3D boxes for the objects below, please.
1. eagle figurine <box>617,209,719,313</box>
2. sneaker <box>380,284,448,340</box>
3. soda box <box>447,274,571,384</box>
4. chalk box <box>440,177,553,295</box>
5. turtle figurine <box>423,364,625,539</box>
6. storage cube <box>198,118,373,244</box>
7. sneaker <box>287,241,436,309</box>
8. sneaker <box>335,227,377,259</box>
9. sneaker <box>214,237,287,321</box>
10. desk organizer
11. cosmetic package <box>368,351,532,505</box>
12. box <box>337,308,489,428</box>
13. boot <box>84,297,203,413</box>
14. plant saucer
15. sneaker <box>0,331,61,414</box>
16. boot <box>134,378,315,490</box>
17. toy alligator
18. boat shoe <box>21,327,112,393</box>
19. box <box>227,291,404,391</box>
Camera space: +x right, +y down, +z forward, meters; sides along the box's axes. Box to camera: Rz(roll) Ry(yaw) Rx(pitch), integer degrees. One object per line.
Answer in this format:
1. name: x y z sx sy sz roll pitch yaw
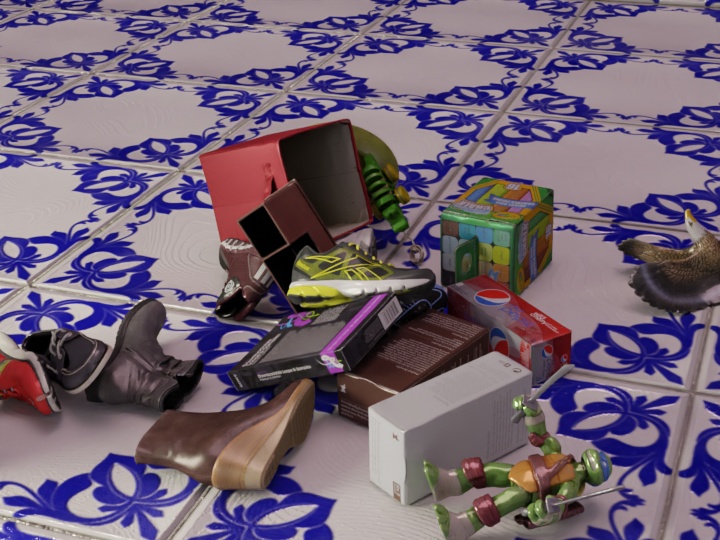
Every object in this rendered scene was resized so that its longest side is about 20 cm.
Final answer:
1. eagle figurine: 0.489 -0.016 1.793 0.199 0.152 0.152 -27 -22 13
2. sneaker: 0.053 0.077 1.647 0.199 0.071 0.078 -28 26 -28
3. soda box: 0.198 0.077 1.652 0.070 0.064 0.200 -15 30 -25
4. chalk box: 0.196 -0.041 1.828 0.123 0.126 0.200 12 30 26
5. turtle figurine: 0.162 0.200 1.280 0.192 0.145 0.200 -19 -18 4
6. storage cube: -0.116 -0.126 1.897 0.179 0.172 0.199 -5 13 41
7. sneaker: 0.000 0.000 1.612 0.198 0.085 0.075 -2 -17 7
8. sneaker: -0.028 -0.003 1.832 0.098 0.079 0.200 -6 16 7
9. sneaker: -0.186 0.017 1.793 0.116 0.076 0.200 -56 19 -15
10. desk organizer: -0.079 -0.014 1.699 0.072 0.201 0.077 -28 7 43
11. cosmetic package: 0.105 0.178 1.409 0.199 0.103 0.074 -18 30 -33
12. box: 0.070 0.128 1.547 0.100 0.076 0.199 19 31 35
13. boot: -0.261 0.117 1.603 0.130 0.070 0.201 7 39 15
14. plant saucer: -0.036 -0.160 2.024 0.198 0.201 0.031 3 49 10
15. sneaker: -0.447 0.146 1.553 0.085 0.078 0.199 -32 31 -29
16. boot: -0.155 0.178 1.451 0.165 0.073 0.200 10 32 18
17. toy alligator: 0.045 -0.102 1.914 0.059 0.201 0.054 -31 -20 18
18. boat shoe: -0.376 0.107 1.544 0.199 0.063 0.073 -3 50 57
19. box: -0.058 0.092 1.566 0.199 0.036 0.143 -12 22 39
